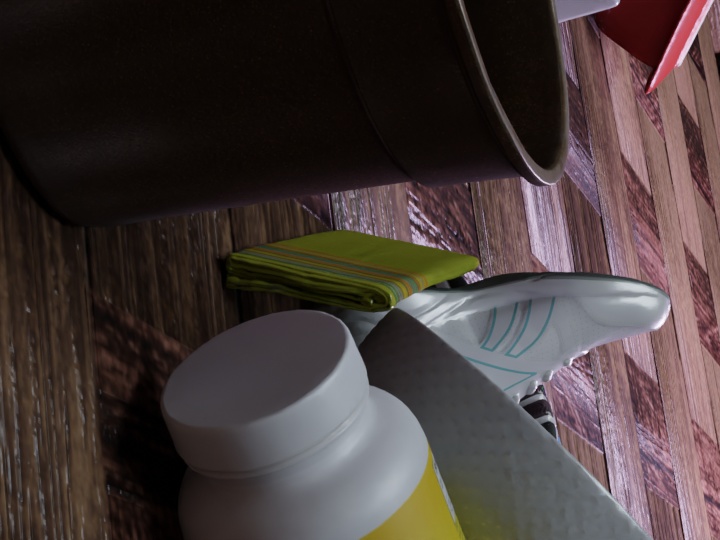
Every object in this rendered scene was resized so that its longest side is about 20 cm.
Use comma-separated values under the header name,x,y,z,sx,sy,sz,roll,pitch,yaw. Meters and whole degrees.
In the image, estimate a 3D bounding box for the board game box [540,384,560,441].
name,x,y,z,sx,sy,sz,roll,pitch,yaw
board game box,0.112,0.175,1.443,0.200,0.034,0.136,-54,129,-69

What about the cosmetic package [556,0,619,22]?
name,x,y,z,sx,sy,sz,roll,pitch,yaw
cosmetic package,0.049,-0.260,1.328,0.200,0.165,0.169,53,29,-52

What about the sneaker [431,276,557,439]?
name,x,y,z,sx,sy,sz,roll,pitch,yaw
sneaker,0.073,0.099,1.254,0.201,0.075,0.116,-108,180,-48

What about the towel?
name,x,y,z,sx,sy,sz,roll,pitch,yaw
towel,0.000,0.000,1.123,0.200,0.085,0.018,-18,120,-74

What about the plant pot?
name,x,y,z,sx,sy,sz,roll,pitch,yaw
plant pot,-0.037,-0.110,0.871,0.200,0.197,0.202,-13,90,-73

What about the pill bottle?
name,x,y,z,sx,sy,sz,roll,pitch,yaw
pill bottle,-0.011,0.123,0.936,0.113,0.112,0.201,-75,148,-58

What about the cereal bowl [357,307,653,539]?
name,x,y,z,sx,sy,sz,roll,pitch,yaw
cereal bowl,0.060,0.116,1.053,0.200,0.083,0.200,43,-5,5

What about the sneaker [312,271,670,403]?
name,x,y,z,sx,sy,sz,roll,pitch,yaw
sneaker,0.073,0.042,1.182,0.070,0.198,0.081,179,-96,-77

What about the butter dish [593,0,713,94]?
name,x,y,z,sx,sy,sz,roll,pitch,yaw
butter dish,0.299,-0.310,2.267,0.201,0.147,0.200,-64,177,20
